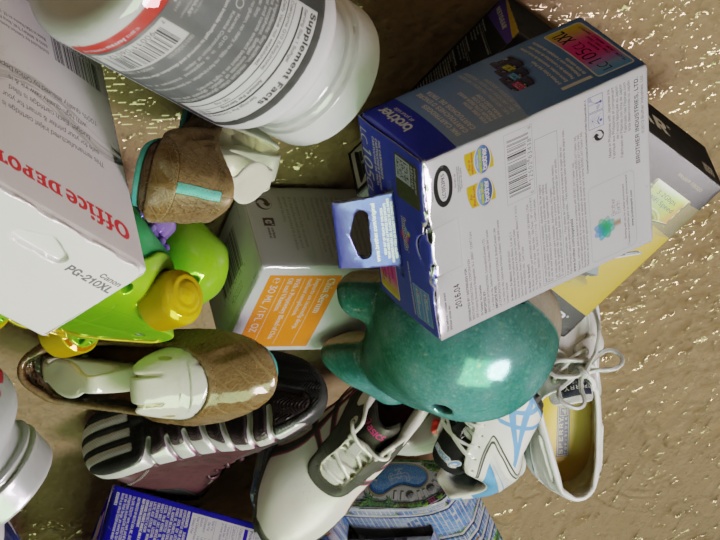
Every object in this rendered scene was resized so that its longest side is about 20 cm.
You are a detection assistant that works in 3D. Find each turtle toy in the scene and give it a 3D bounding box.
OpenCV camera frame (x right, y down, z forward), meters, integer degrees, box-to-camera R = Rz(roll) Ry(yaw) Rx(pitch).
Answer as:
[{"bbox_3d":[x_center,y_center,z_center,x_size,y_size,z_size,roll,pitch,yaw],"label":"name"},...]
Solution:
[{"bbox_3d":[-0.169,-0.005,1.505,0.145,0.102,0.199,-15,157,41],"label":"turtle toy"}]

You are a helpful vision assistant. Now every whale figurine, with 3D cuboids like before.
[{"bbox_3d":[0.046,0.059,1.535,0.158,0.104,0.200,30,148,-23],"label":"whale figurine"}]

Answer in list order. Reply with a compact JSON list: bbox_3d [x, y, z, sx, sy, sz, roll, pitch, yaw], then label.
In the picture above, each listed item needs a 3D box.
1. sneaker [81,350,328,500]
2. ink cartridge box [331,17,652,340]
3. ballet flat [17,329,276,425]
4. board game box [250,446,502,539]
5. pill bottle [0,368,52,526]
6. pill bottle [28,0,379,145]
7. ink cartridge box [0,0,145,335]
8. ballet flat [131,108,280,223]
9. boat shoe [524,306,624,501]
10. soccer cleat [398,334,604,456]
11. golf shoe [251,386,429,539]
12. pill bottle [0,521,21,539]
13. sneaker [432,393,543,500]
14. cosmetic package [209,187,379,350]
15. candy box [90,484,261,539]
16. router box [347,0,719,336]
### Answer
[{"bbox_3d":[-0.105,0.124,1.757,0.198,0.076,0.116,-14,153,15],"label":"sneaker"},{"bbox_3d":[0.079,-0.051,1.401,0.199,0.076,0.137,-25,129,-23],"label":"ink cartridge box"},{"bbox_3d":[-0.155,0.073,1.573,0.198,0.069,0.072,6,-170,31],"label":"ballet flat"},{"bbox_3d":[-0.005,0.198,1.842,0.198,0.062,0.200,0,150,19],"label":"board game box"},{"bbox_3d":[-0.298,0.080,1.503,0.108,0.109,0.200,-31,116,21],"label":"pill bottle"},{"bbox_3d":[-0.086,-0.150,1.323,0.116,0.117,0.199,-34,143,25],"label":"pill bottle"},{"bbox_3d":[-0.209,-0.083,1.288,0.084,0.201,0.144,-31,143,21],"label":"ink cartridge box"},{"bbox_3d":[-0.087,-0.066,1.386,0.072,0.200,0.068,13,102,2],"label":"ballet flat"},{"bbox_3d":[0.153,0.079,1.700,0.074,0.086,0.204,-7,109,-15],"label":"boat shoe"},{"bbox_3d":[0.103,0.094,1.799,0.199,0.070,0.077,-32,147,16],"label":"soccer cleat"},{"bbox_3d":[-0.011,0.130,1.725,0.200,0.077,0.088,-51,-175,-1],"label":"golf shoe"},{"bbox_3d":[-0.317,0.222,1.756,0.110,0.112,0.201,-17,146,0],"label":"pill bottle"},{"bbox_3d":[0.089,0.113,1.687,0.072,0.072,0.201,-33,152,-18],"label":"sneaker"},{"bbox_3d":[0.000,0.000,1.614,0.198,0.072,0.102,-1,143,-24],"label":"cosmetic package"},{"bbox_3d":[-0.120,0.250,1.823,0.198,0.078,0.169,17,156,-7],"label":"candy box"},{"bbox_3d":[0.116,-0.066,1.521,0.199,0.052,0.157,33,115,-28],"label":"router box"}]
